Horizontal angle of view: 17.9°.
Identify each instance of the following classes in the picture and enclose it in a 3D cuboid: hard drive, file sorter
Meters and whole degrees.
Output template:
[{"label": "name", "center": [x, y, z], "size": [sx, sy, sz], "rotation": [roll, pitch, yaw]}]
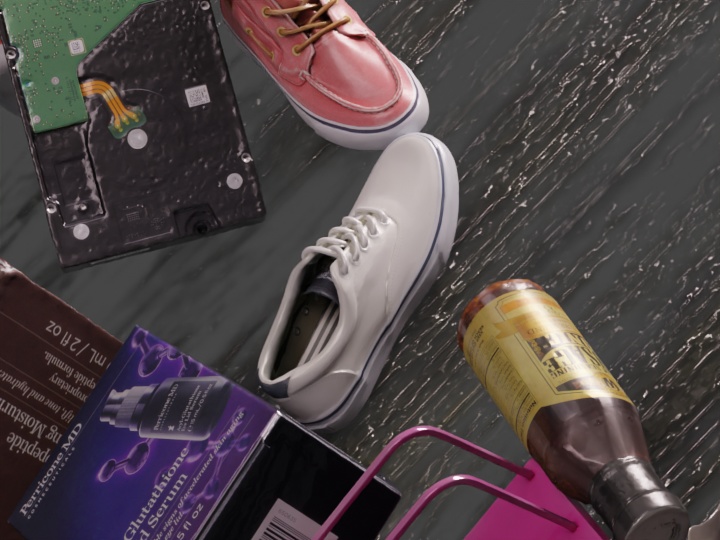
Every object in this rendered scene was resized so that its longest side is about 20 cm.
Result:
[{"label": "hard drive", "center": [-0.152, -0.111, 1.484], "size": [0.139, 0.038, 0.200], "rotation": [-16, 86, -6]}, {"label": "file sorter", "center": [0.068, 0.196, 1.188], "size": [0.139, 0.125, 0.200], "rotation": [-52, 45, 12]}]

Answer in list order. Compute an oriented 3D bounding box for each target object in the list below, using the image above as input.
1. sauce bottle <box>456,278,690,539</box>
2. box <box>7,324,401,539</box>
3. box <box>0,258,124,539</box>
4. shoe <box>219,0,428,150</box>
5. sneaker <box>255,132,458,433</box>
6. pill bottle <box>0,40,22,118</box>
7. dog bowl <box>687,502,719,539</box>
[{"label": "sauce bottle", "center": [0.119, 0.083, 1.265], "size": [0.066, 0.066, 0.200], "rotation": [-42, 44, 6]}, {"label": "box", "center": [-0.094, 0.138, 1.323], "size": [0.148, 0.104, 0.200], "rotation": [-58, 32, -6]}, {"label": "box", "center": [-0.277, 0.088, 1.457], "size": [0.164, 0.166, 0.200], "rotation": [22, 79, 37]}, {"label": "shoe", "center": [-0.036, -0.157, 1.477], "size": [0.071, 0.091, 0.200], "rotation": [-38, 49, -11]}, {"label": "sneaker", "center": [0.000, 0.000, 1.393], "size": [0.073, 0.071, 0.200], "rotation": [11, 72, 35]}, {"label": "pill bottle", "center": [-0.190, -0.207, 1.592], "size": [0.116, 0.116, 0.200], "rotation": [-6, 62, 29]}, {"label": "dog bowl", "center": [0.269, 0.129, 1.167], "size": [0.200, 0.059, 0.200], "rotation": [-15, 58, 26]}]
